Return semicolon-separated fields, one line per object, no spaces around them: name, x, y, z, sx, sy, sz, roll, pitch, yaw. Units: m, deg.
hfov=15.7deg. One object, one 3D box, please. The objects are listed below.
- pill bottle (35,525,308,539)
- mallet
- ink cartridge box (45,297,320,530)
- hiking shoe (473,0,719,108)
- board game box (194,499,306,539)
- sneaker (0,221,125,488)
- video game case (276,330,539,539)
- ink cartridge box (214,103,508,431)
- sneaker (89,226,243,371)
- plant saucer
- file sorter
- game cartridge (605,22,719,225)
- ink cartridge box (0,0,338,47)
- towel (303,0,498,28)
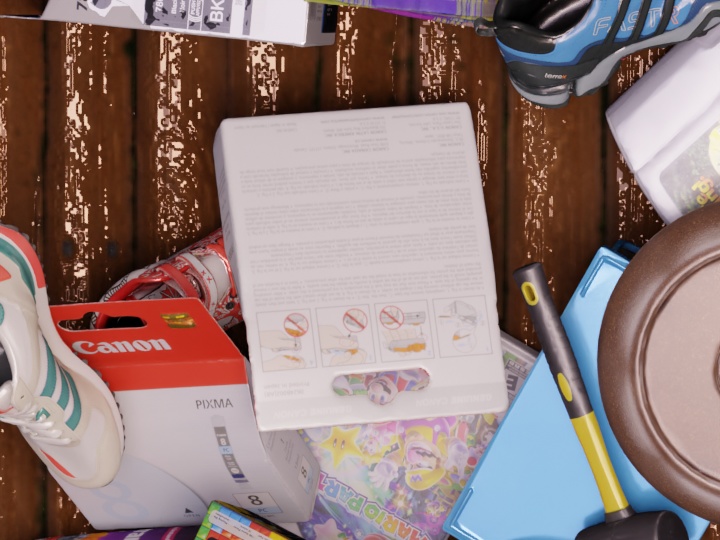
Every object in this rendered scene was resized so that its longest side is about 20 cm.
pill bottle;-0.121;0.222;1.688;0.199;0.111;0.112;-6;96;20
mallet;0.125;0.095;1.543;0.066;0.041;0.201;-27;88;36
ink cartridge box;-0.134;0.093;1.644;0.159;0.200;0.047;-4;54;24
hiking shoe;0.170;-0.176;1.591;0.200;0.087;0.075;-36;56;3
board game box;-0.034;0.253;1.554;0.199;0.057;0.166;25;89;27
sneaker;-0.209;0.071;1.574;0.070;0.094;0.200;-5;126;25
video game case;0.013;0.107;1.703;0.143;0.018;0.201;30;104;6
ink cartridge box;0.000;0.000;1.617;0.159;0.047;0.201;-4;75;-11
sneaker;-0.081;0.003;1.668;0.201;0.108;0.067;-29;90;13
plant saucer;0.236;0.057;1.527;0.199;0.032;0.201;1;96;10
file sorter;0.166;0.100;1.623;0.138;0.123;0.201;30;101;6
game cartridge;0.254;-0.058;1.632;0.133;0.041;0.200;-44;87;17
ink cartridge box;-0.120;-0.169;1.660;0.199;0.099;0.039;5;97;9
towel;0.056;-0.223;1.608;0.199;0.023;0.144;6;101;-25
